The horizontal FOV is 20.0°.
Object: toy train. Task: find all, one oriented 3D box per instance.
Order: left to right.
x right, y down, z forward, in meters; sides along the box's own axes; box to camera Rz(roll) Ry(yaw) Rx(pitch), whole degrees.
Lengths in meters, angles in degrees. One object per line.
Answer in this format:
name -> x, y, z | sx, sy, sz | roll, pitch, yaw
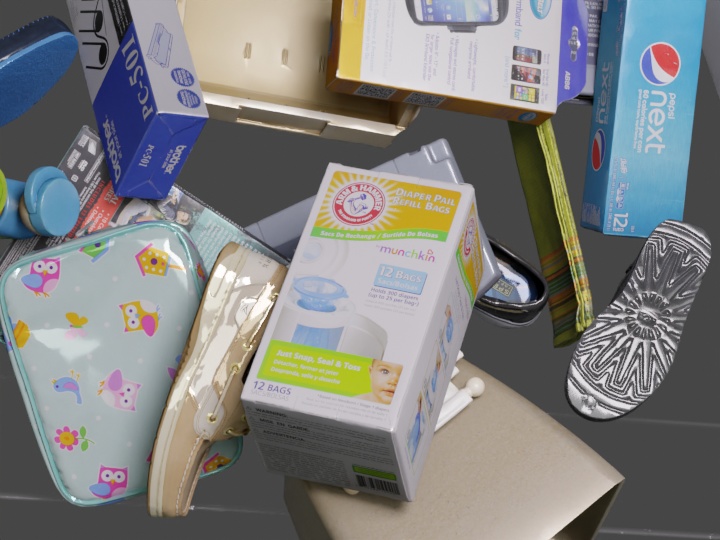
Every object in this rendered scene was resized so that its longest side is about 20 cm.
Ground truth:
toy train -> -0.301, -0.055, 1.438 | 0.200, 0.115, 0.085 | 13, 79, -54

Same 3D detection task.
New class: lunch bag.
lunch bag -> -0.178, 0.064, 1.492 | 0.159, 0.077, 0.201 | -16, 96, 1

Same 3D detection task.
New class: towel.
towel -> 0.146, -0.041, 1.606 | 0.018, 0.086, 0.201 | -9, 79, -14

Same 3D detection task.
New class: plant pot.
plant pot -> 0.049, 0.174, 1.492 | 0.199, 0.200, 0.177 | -36, 72, -17

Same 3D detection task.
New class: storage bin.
storage bin -> -0.048, -0.215, 1.598 | 0.199, 0.094, 0.200 | 9, 76, -11

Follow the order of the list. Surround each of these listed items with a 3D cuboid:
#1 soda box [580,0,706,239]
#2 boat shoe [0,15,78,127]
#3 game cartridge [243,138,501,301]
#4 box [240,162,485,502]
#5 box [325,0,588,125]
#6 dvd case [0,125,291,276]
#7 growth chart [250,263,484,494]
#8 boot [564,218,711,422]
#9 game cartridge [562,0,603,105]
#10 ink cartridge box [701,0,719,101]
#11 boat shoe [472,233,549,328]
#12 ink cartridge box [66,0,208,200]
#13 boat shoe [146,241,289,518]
soda box -> 0.225, -0.128, 1.623 | 0.067, 0.064, 0.201 | 4, 96, -12
boat shoe -> -0.308, -0.138, 1.532 | 0.199, 0.084, 0.069 | -34, 64, -17
game cartridge -> 0.000, 0.000, 1.551 | 0.199, 0.042, 0.134 | -24, 86, 12
box -> 0.006, 0.040, 1.399 | 0.112, 0.102, 0.201 | 11, 59, 16
box -> 0.076, -0.182, 1.552 | 0.199, 0.041, 0.120 | 9, 76, -17
dvd case -> -0.162, 0.005, 1.537 | 0.199, 0.022, 0.146 | 32, 95, -2
growth chart -> -0.008, 0.058, 1.461 | 0.144, 0.018, 0.200 | -29, 56, -12
boot -> 0.198, 0.061, 1.536 | 0.065, 0.200, 0.165 | 34, 76, 6
game cartridge -> 0.148, -0.206, 1.669 | 0.199, 0.041, 0.134 | 5, 80, -11
ink cartridge box -> 0.380, -0.233, 1.700 | 0.199, 0.083, 0.146 | -16, 82, -15
boat shoe -> 0.059, -0.017, 1.591 | 0.199, 0.066, 0.070 | 32, 73, -4
ink cartridge box -> -0.168, -0.159, 1.518 | 0.044, 0.094, 0.201 | 3, 51, -29
boat shoe -> -0.095, 0.084, 1.421 | 0.069, 0.074, 0.201 | 18, 95, 2
